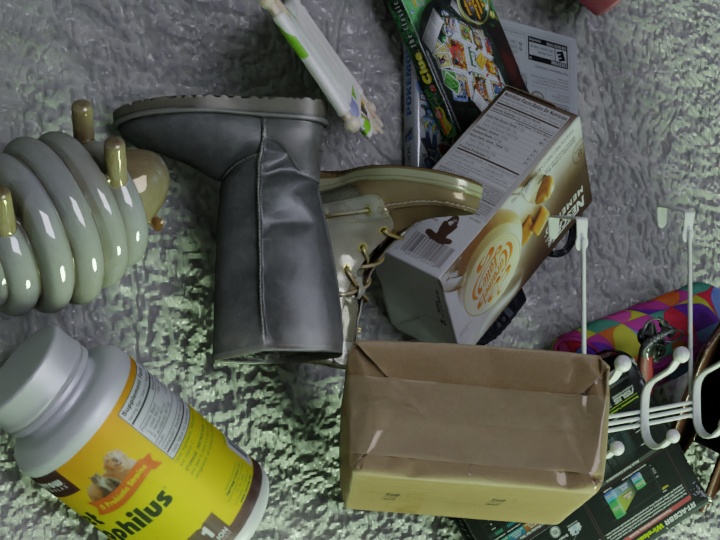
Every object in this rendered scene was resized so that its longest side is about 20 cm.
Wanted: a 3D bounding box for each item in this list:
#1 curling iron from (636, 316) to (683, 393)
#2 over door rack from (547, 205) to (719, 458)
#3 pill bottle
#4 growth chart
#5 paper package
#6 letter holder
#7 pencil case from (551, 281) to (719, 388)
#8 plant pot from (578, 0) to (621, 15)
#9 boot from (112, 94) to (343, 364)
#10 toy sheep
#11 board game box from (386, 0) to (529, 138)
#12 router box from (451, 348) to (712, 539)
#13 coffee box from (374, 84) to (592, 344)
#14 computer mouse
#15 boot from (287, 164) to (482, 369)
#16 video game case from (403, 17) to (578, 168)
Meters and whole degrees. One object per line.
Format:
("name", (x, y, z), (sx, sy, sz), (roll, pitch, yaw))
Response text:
("curling iron", (0.258, 0.122, 1.475), (0.049, 0.026, 0.200), (-27, 134, -28))
("over door rack", (0.235, 0.044, 1.351), (0.147, 0.067, 0.201), (-5, 84, -39))
("pill bottle", (-0.168, 0.129, 1.185), (0.200, 0.109, 0.109), (42, 59, -22))
("growth chart", (-0.026, -0.165, 1.332), (0.018, 0.200, 0.145), (-33, 97, 8))
("paper package", (0.079, 0.125, 1.262), (0.190, 0.200, 0.104), (5, 75, 0))
("letter holder", (0.342, 0.134, 1.493), (0.142, 0.100, 0.200), (-41, 151, -46))
("pencil case", (0.264, 0.073, 1.539), (0.200, 0.088, 0.089), (-21, 94, -38))
("plant pot", (0.222, -0.367, 1.540), (0.179, 0.200, 0.200), (42, 58, -5))
("boot", (-0.101, -0.030, 1.257), (0.181, 0.073, 0.201), (1, 87, 7))
("toy sheep", (-0.222, -0.034, 1.165), (0.200, 0.138, 0.138), (-23, 95, -24))
("board game box", (0.075, -0.226, 1.466), (0.105, 0.023, 0.201), (-28, 98, -36))
("router box", (0.175, 0.181, 1.412), (0.200, 0.062, 0.150), (-31, 101, -9))
("coffee box", (0.104, -0.041, 1.398), (0.200, 0.080, 0.115), (-48, 146, -25))
("computer mouse", (0.136, -0.003, 1.484), (0.059, 0.034, 0.200), (50, 59, -10))
("boot", (0.000, 0.000, 1.291), (0.072, 0.199, 0.155), (24, 66, -60))
("video game case", (0.121, -0.141, 1.513), (0.200, 0.022, 0.183), (8, 76, -37))
